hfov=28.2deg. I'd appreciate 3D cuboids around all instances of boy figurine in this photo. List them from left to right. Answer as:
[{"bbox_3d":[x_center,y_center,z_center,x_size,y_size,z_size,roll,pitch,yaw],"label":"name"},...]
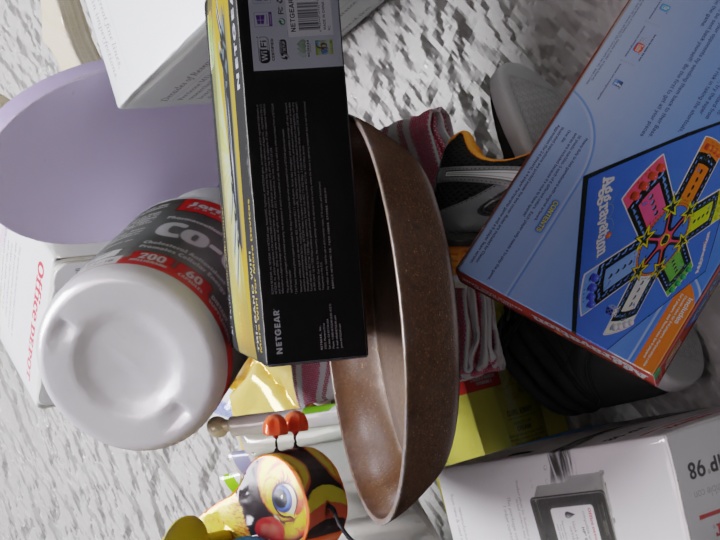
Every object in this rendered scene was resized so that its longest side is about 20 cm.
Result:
[{"bbox_3d":[-0.054,0.103,0.999,0.200,0.064,0.124,60,139,18],"label":"boy figurine"}]

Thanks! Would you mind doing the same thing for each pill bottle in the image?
[{"bbox_3d":[-0.115,0.020,0.899,0.113,0.200,0.114,3,110,9],"label":"pill bottle"}]

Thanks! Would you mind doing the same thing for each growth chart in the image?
[{"bbox_3d":[-0.016,0.149,0.889,0.144,0.018,0.200,-5,133,22],"label":"growth chart"}]

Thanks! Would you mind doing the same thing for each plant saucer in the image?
[{"bbox_3d":[0.014,0.023,0.708,0.200,0.034,0.201,175,90,-78],"label":"plant saucer"}]

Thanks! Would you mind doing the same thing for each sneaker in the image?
[{"bbox_3d":[0.099,-0.009,0.783,0.099,0.071,0.201,-36,74,42],"label":"sneaker"},{"bbox_3d":[0.126,-0.035,0.688,0.199,0.078,0.078,-3,82,10],"label":"sneaker"}]

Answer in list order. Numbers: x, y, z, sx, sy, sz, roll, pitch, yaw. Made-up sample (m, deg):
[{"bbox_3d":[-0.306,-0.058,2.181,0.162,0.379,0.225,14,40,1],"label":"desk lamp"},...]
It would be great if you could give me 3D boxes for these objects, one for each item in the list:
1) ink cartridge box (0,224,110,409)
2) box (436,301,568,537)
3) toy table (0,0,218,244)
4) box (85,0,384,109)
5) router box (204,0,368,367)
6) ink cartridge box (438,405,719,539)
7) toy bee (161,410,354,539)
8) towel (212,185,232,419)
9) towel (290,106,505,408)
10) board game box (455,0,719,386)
[{"bbox_3d":[-0.252,-0.007,1.170,0.200,0.087,0.146,50,136,44],"label":"ink cartridge box"},{"bbox_3d":[0.070,0.062,0.834,0.050,0.075,0.201,-23,79,50],"label":"box"},{"bbox_3d":[-0.195,-0.104,1.013,0.117,0.199,0.185,37,122,45],"label":"toy table"},{"bbox_3d":[-0.086,-0.235,0.911,0.200,0.130,0.200,-31,74,48],"label":"box"},{"bbox_3d":[-0.042,-0.056,0.740,0.157,0.052,0.201,177,88,-79],"label":"router box"},{"bbox_3d":[0.150,0.109,0.715,0.200,0.116,0.067,-18,83,50],"label":"ink cartridge box"},{"bbox_3d":[-0.044,0.138,0.806,0.199,0.131,0.109,-17,79,15],"label":"toy bee"},{"bbox_3d":[-0.136,0.013,1.108,0.147,0.024,0.201,12,107,48],"label":"towel"},{"bbox_3d":[0.000,0.000,0.823,0.200,0.030,0.147,-17,85,54],"label":"towel"},{"bbox_3d":[0.139,-0.056,0.649,0.103,0.019,0.200,29,78,24],"label":"board game box"}]
